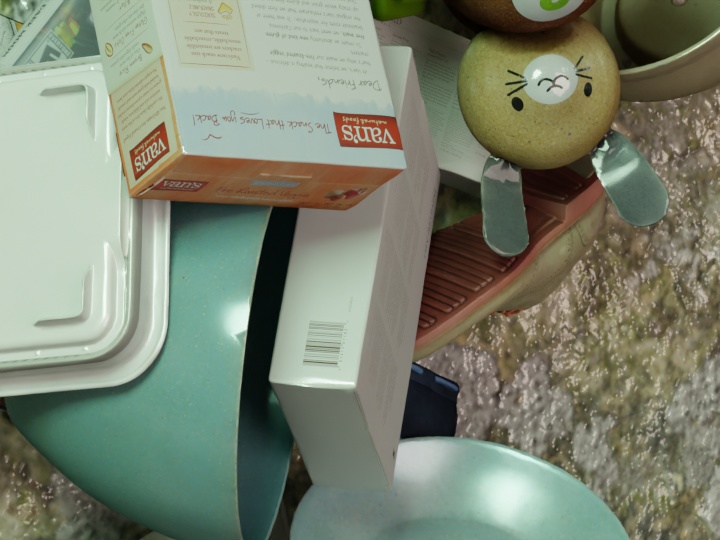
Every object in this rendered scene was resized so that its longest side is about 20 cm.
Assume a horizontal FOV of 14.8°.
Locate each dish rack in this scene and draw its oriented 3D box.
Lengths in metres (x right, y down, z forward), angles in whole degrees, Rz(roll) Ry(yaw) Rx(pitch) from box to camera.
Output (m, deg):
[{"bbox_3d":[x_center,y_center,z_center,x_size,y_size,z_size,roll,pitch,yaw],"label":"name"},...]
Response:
[{"bbox_3d":[-0.191,-0.024,1.374,0.044,0.199,0.172,33,54,-64],"label":"dish rack"}]

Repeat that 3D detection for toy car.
[{"bbox_3d":[0.101,-0.114,1.558,0.164,0.158,0.201,-12,90,-8],"label":"toy car"}]

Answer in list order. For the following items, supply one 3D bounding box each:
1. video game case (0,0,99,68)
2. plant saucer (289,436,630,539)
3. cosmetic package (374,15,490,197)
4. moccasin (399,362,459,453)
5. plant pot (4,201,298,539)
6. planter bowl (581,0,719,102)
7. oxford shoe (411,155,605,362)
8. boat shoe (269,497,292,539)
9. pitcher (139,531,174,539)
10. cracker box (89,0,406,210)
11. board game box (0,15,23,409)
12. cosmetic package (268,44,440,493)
[{"bbox_3d":[-0.090,-0.102,1.530,0.200,0.023,0.182,47,66,-28],"label":"video game case"},{"bbox_3d":[0.057,0.174,1.568,0.201,0.201,0.039,-23,138,-33],"label":"plant saucer"},{"bbox_3d":[0.051,-0.098,1.679,0.200,0.051,0.083,20,83,-35],"label":"cosmetic package"},{"bbox_3d":[-0.014,0.051,1.635,0.200,0.080,0.068,41,64,-46],"label":"moccasin"},{"bbox_3d":[-0.109,0.042,1.441,0.134,0.200,0.201,6,90,8],"label":"plant pot"},{"bbox_3d":[0.183,-0.186,1.701,0.135,0.200,0.201,39,68,-59],"label":"planter bowl"},{"bbox_3d":[0.081,0.006,1.635,0.200,0.070,0.075,-37,135,-30],"label":"oxford shoe"},{"bbox_3d":[-0.079,0.116,1.585,0.072,0.066,0.200,-37,114,-30],"label":"boat shoe"},{"bbox_3d":[-0.137,0.229,1.523,0.171,0.121,0.200,33,87,-21],"label":"pitcher"},{"bbox_3d":[-0.064,-0.132,1.371,0.134,0.058,0.201,3,65,-37],"label":"cracker box"},{"bbox_3d":[-0.212,-0.036,1.489,0.135,0.035,0.201,21,80,-35],"label":"board game box"},{"bbox_3d":[0.000,0.000,1.504,0.151,0.052,0.201,69,28,-62],"label":"cosmetic package"}]
